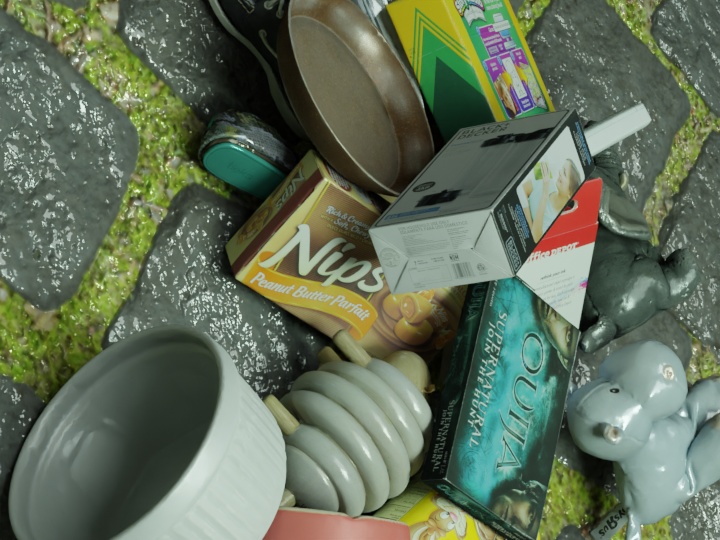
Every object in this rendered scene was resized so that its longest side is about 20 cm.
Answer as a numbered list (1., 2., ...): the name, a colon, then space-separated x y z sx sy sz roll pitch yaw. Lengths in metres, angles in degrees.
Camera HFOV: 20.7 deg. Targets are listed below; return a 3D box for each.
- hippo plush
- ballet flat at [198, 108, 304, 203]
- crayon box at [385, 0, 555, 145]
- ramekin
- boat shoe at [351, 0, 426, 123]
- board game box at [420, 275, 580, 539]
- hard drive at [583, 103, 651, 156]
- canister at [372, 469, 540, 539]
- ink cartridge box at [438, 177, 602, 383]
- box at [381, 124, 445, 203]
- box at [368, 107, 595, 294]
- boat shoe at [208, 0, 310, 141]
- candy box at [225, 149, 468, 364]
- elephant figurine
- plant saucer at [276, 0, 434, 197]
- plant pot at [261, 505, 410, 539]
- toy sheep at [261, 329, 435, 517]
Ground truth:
1. hippo plush: 0.247 0.140 1.820 0.200 0.159 0.161 -44 121 1
2. ballet flat: -0.053 -0.074 1.670 0.200 0.072 0.072 37 55 -30
3. crayon box: 0.108 -0.180 1.801 0.173 0.058 0.200 66 22 -2
4. ramekin: -0.146 0.149 1.431 0.105 0.200 0.200 45 51 -35
5. boat shoe: 0.004 -0.191 1.756 0.068 0.072 0.200 -20 90 -6
6. board game box: 0.120 0.110 1.640 0.135 0.028 0.200 37 57 -40
7. hard drive: 0.170 -0.098 1.797 0.200 0.132 0.027 -29 92 -55
8. canister: 0.065 0.243 1.651 0.200 0.086 0.149 -37 124 -45
9. ink cartridge box: 0.143 0.009 1.755 0.116 0.067 0.200 -16 122 -44
10. box: 0.063 -0.048 1.796 0.200 0.021 0.164 -16 89 -45
11. box: 0.101 -0.059 1.604 0.200 0.116 0.060 -47 122 -51
12. boat shoe: -0.067 -0.205 1.696 0.074 0.060 0.200 -39 105 -44
13. candy box: 0.000 0.000 1.654 0.200 0.115 0.055 34 18 -29
14. elephant figurine: 0.222 -0.037 1.886 0.141 0.155 0.200 -28 86 -1
15. plant saucer: -0.009 -0.144 1.639 0.200 0.034 0.201 41 33 -35
16. plant pot: -0.041 0.269 1.468 0.200 0.200 0.178 15 76 -39
17. toy sheep: -0.015 0.136 1.602 0.200 0.138 0.138 -42 107 -24
